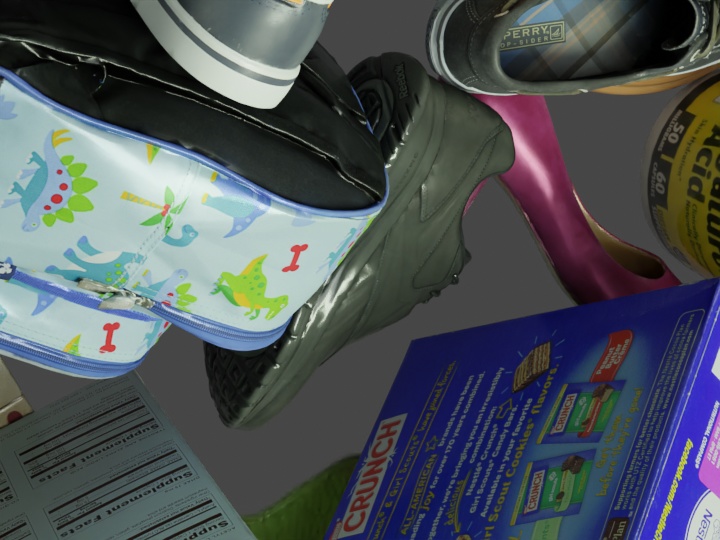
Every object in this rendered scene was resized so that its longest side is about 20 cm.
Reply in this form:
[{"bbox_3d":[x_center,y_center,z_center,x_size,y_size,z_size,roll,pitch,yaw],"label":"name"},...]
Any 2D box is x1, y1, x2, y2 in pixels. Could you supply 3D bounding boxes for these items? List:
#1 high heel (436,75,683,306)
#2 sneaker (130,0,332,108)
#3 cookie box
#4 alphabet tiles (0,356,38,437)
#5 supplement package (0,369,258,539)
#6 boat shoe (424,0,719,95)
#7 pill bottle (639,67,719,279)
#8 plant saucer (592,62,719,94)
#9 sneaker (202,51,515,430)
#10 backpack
[{"bbox_3d":[0.114,-0.036,0.903,0.199,0.067,0.096,32,104,-14],"label":"high heel"},{"bbox_3d":[-0.073,-0.152,0.699,0.078,0.200,0.080,-2,133,-54],"label":"sneaker"},{"bbox_3d":[0.080,0.102,0.826,0.075,0.199,0.172,42,57,-27],"label":"cookie box"},{"bbox_3d":[-0.209,0.127,0.856,0.166,0.006,0.201,-32,116,-11],"label":"alphabet tiles"},{"bbox_3d":[-0.101,0.182,0.802,0.146,0.200,0.193,-27,115,-12],"label":"supplement package"},{"bbox_3d":[0.128,-0.116,0.837,0.198,0.066,0.071,-10,109,-23],"label":"boat shoe"},{"bbox_3d":[0.223,-0.026,0.874,0.110,0.200,0.113,-6,108,-20],"label":"pill bottle"},{"bbox_3d":[0.140,-0.180,0.883,0.198,0.037,0.202,-6,108,-19],"label":"plant saucer"},{"bbox_3d":[0.000,0.000,0.845,0.090,0.076,0.201,16,123,-36],"label":"sneaker"},{"bbox_3d":[-0.101,-0.051,0.751,0.199,0.184,0.147,21,121,-25],"label":"backpack"}]
